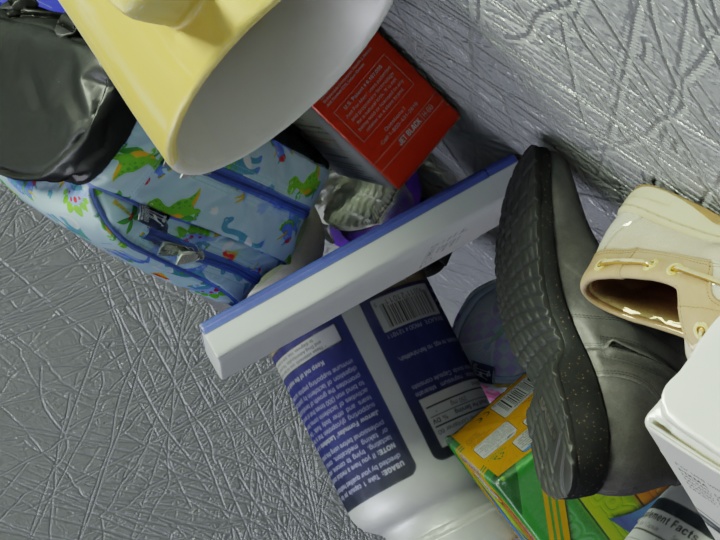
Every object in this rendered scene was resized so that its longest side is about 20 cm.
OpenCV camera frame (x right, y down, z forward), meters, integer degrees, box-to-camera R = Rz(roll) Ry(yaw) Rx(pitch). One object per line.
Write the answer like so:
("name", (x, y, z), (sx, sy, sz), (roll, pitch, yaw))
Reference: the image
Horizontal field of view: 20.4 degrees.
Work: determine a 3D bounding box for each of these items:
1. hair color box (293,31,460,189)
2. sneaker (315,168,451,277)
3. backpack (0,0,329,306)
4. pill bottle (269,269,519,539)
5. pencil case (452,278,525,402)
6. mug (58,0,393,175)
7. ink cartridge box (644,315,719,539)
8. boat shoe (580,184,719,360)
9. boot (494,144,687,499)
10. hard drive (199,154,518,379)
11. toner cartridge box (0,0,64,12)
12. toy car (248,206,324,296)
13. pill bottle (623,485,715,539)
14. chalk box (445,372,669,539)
("hair color box", (-0.045, -0.136, 1.131), (0.200, 0.061, 0.102), (43, 172, -21))
("sneaker", (0.025, -0.035, 1.361), (0.099, 0.070, 0.200), (34, 175, -12))
("backpack", (-0.115, -0.063, 1.122), (0.200, 0.154, 0.163), (5, -169, -42))
("pill bottle", (0.027, 0.100, 1.296), (0.116, 0.116, 0.200), (89, 155, -79))
("pencil case", (0.132, 0.080, 1.403), (0.091, 0.083, 0.200), (15, 160, 28))
("mug", (-0.083, -0.159, 0.959), (0.153, 0.149, 0.187), (48, 164, 13))
("ink cartridge box", (0.199, 0.057, 0.735), (0.084, 0.145, 0.200), (33, 170, 33))
("boat shoe", (0.176, 0.021, 0.922), (0.074, 0.069, 0.200), (46, 171, -31))
("boot", (0.146, 0.029, 1.035), (0.132, 0.200, 0.070), (0, 155, -15))
("hard drive", (0.000, 0.000, 1.167), (0.025, 0.200, 0.132), (60, 173, 5))
("toner cartridge box", (-0.276, -0.223, 1.787), (0.095, 0.043, 0.200), (46, 171, -38))
("toy car", (-0.093, -0.086, 1.307), (0.175, 0.150, 0.200), (43, 176, -34))
("pill bottle", (0.185, 0.181, 1.055), (0.120, 0.200, 0.120), (40, 171, 8))
("chalk box", (0.168, 0.150, 1.201), (0.200, 0.125, 0.124), (52, 176, -13))
